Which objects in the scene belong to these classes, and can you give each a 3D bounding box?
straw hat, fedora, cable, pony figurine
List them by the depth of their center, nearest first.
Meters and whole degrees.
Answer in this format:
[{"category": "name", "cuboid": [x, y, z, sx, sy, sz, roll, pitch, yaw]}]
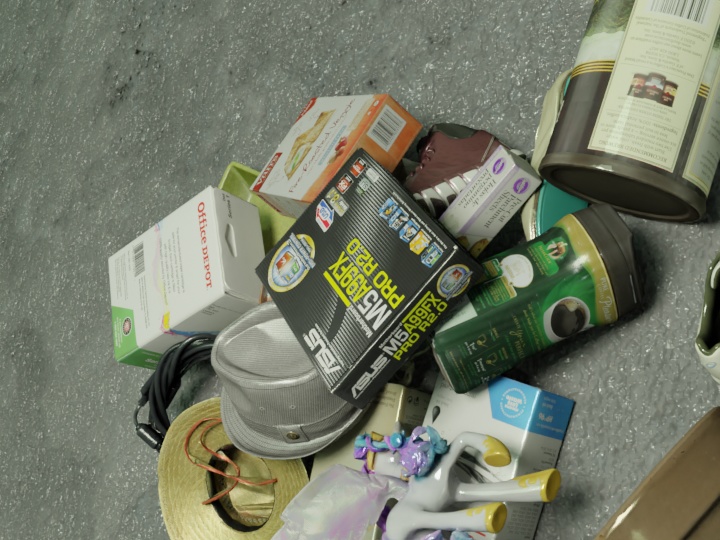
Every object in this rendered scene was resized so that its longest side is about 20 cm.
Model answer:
[{"category": "pony figurine", "cuboid": [0.044, 0.212, 0.814, 0.199, 0.167, 0.194, 1, 45, 44]}, {"category": "fedora", "cuboid": [-0.078, 0.091, 0.957, 0.198, 0.090, 0.178, 1, 61, 30]}, {"category": "straw hat", "cuboid": [-0.124, 0.236, 1.062, 0.199, 0.085, 0.203, 0, 90, 21]}, {"category": "cable", "cuboid": [-0.184, 0.168, 1.133, 0.200, 0.051, 0.164, -46, 75, 26]}]

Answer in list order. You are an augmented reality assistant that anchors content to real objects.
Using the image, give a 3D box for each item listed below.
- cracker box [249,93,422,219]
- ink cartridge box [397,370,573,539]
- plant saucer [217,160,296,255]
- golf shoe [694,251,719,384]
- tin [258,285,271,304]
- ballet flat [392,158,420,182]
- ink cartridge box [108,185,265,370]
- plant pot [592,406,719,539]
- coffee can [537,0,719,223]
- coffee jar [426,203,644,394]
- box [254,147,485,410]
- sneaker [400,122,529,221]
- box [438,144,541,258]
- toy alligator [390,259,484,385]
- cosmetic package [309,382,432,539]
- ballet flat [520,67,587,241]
[{"category": "cracker box", "cuboid": [-0.033, -0.120, 1.038, 0.135, 0.058, 0.200, -57, 25, -8]}, {"category": "ink cartridge box", "cuboid": [0.107, 0.196, 0.892, 0.115, 0.068, 0.202, 14, 85, 43]}, {"category": "plant saucer", "cuboid": [-0.129, -0.014, 1.186, 0.199, 0.048, 0.202, 25, 92, 43]}, {"category": "golf shoe", "cuboid": [0.319, -0.006, 0.759, 0.078, 0.097, 0.202, 11, 81, 44]}, {"category": "tin", "cuboid": [-0.061, 0.079, 1.065, 0.111, 0.042, 0.202, 6, 78, 8]}, {"category": "ballet flat", "cuboid": [0.065, -0.068, 1.032, 0.072, 0.068, 0.201, -28, 56, 7]}, {"category": "ink cartridge box", "cuboid": [-0.208, 0.013, 1.155, 0.199, 0.084, 0.146, -30, 58, 31]}, {"category": "plant pot", "cuboid": [0.260, 0.230, 0.684, 0.174, 0.200, 0.201, 42, 104, 24]}, {"category": "coffee can", "cuboid": [0.255, -0.160, 0.834, 0.146, 0.146, 0.202, 16, 85, 43]}, {"category": "coffee jar", "cuboid": [0.151, 0.023, 0.849, 0.198, 0.105, 0.086, -25, 45, 2]}, {"category": "box", "cuboid": [0.000, 0.000, 0.856, 0.160, 0.044, 0.200, -48, 40, 8]}, {"category": "sneaker", "cuboid": [0.066, -0.087, 0.985, 0.199, 0.076, 0.116, -25, 47, -14]}, {"category": "box", "cuboid": [0.091, -0.029, 0.929, 0.200, 0.041, 0.039, -50, 35, 21]}, {"category": "toy alligator", "cuboid": [0.103, 0.044, 0.964, 0.200, 0.059, 0.054, -42, 9, 26]}, {"category": "cosmetic package", "cuboid": [0.008, 0.214, 0.971, 0.103, 0.073, 0.202, 2, 76, 41]}, {"category": "ballet flat", "cuboid": [0.189, -0.097, 0.935, 0.069, 0.069, 0.202, 6, 77, 42]}]
